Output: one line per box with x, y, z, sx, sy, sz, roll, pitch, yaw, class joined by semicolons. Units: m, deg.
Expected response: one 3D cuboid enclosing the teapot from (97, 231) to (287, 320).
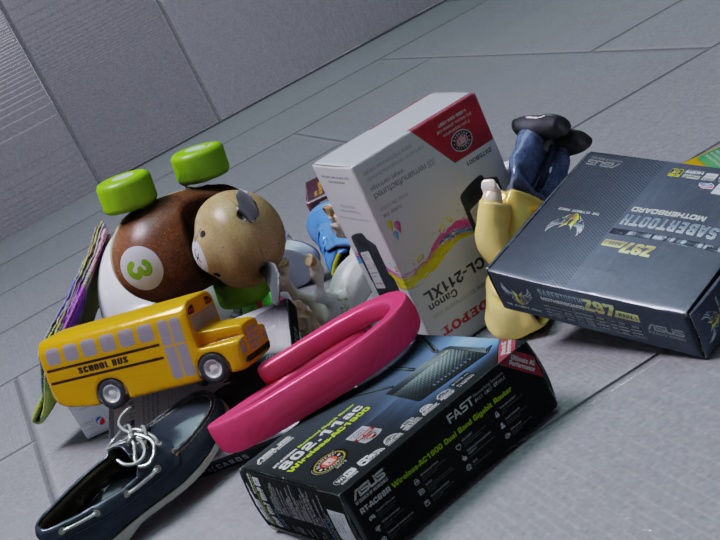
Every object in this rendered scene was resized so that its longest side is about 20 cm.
-0.179;0.017;1.429;0.146;0.197;0.200;-10;67;33;teapot

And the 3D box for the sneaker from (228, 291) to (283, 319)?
-0.112;0.094;1.311;0.084;0.077;0.200;-58;10;26;sneaker

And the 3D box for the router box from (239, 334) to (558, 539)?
0.028;0.125;0.975;0.200;0.062;0.150;-35;17;-28;router box

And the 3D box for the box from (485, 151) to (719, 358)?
0.222;-0.019;1.022;0.200;0.051;0.158;14;53;47;box

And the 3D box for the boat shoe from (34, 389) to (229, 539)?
-0.198;0.171;1.124;0.200;0.062;0.075;-42;37;-17;boat shoe

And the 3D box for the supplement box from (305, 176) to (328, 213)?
0.036;-0.104;1.634;0.200;0.086;0.110;-25;17;4;supplement box

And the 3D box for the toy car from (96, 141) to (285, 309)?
-0.135;-0.023;1.213;0.158;0.164;0.200;-25;17;-26;toy car

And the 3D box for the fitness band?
-0.038;0.085;1.073;0.200;0.037;0.144;-33;9;6;fitness band

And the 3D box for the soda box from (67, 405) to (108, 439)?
-0.279;0.111;1.488;0.064;0.068;0.200;-24;17;13;soda box

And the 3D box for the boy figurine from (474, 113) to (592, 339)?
0.145;-0.038;1.140;0.064;0.124;0.200;-5;63;45;boy figurine

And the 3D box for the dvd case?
-0.145;0.121;1.200;0.200;0.025;0.150;-22;48;16;dvd case

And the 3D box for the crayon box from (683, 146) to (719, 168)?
0.301;-0.057;1.136;0.200;0.052;0.126;-26;16;6;crayon box

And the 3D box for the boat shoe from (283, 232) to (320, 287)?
-0.110;-0.022;1.619;0.202;0.075;0.086;-17;34;50;boat shoe

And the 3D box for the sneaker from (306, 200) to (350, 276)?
-0.023;-0.032;1.490;0.078;0.066;0.200;-28;27;-24;sneaker

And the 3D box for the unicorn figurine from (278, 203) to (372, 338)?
0.000;0.000;1.335;0.200;0.137;0.074;-44;29;-7;unicorn figurine

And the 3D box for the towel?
-0.317;0.058;1.424;0.144;0.023;0.200;112;175;-53;towel

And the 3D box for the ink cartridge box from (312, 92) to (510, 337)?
0.070;-0.043;1.190;0.146;0.200;0.083;-33;20;-20;ink cartridge box

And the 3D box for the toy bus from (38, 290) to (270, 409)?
-0.187;0.073;1.177;0.200;0.078;0.065;-15;7;21;toy bus

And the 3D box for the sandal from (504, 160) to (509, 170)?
0.126;-0.096;1.476;0.207;0.079;0.059;-13;40;15;sandal
